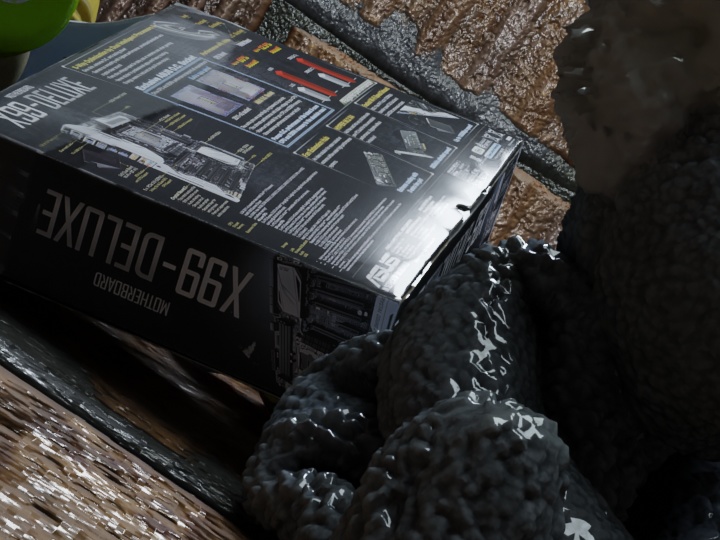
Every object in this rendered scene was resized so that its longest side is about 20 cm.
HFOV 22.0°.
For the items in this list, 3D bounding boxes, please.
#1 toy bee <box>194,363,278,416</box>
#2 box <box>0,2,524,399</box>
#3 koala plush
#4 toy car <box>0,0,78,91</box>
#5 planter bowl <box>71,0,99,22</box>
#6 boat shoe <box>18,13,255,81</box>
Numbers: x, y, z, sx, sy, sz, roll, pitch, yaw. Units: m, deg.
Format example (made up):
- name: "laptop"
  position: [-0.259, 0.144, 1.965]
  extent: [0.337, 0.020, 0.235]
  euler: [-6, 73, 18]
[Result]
- name: "toy bee"
  position: [-0.028, 0.001, 0.769]
  extent: [0.200, 0.109, 0.131]
  euler: [34, 3, 39]
- name: "box"
  position: [-0.038, -0.030, 0.665]
  extent: [0.157, 0.050, 0.200]
  euler: [22, 23, 8]
- name: "koala plush"
  position: [0.081, 0.022, 0.501]
  extent: [0.177, 0.200, 0.184]
  euler: [33, 1, -26]
- name: "toy car"
  position: [-0.219, -0.140, 0.675]
  extent: [0.199, 0.158, 0.164]
  euler: [-1, 1, -24]
- name: "planter bowl"
  position: [-0.194, -0.135, 0.920]
  extent: [0.084, 0.200, 0.200]
  euler: [63, 13, 23]
- name: "boat shoe"
  position: [-0.089, -0.076, 0.845]
  extent: [0.200, 0.070, 0.066]
  euler: [7, -4, 37]
